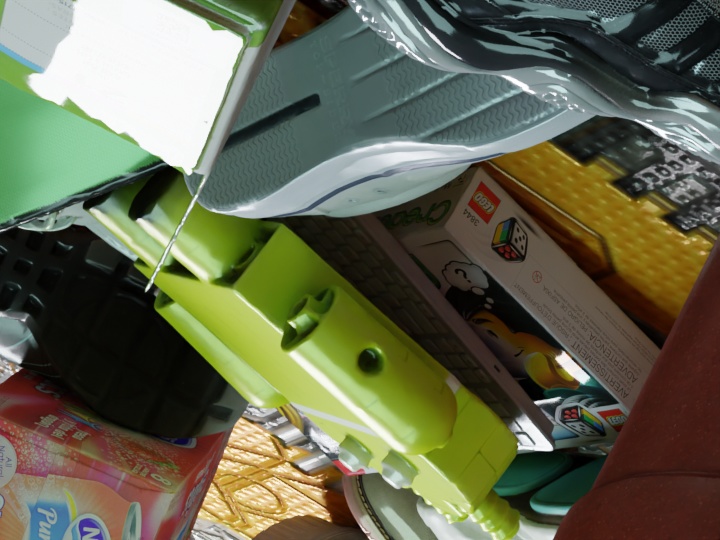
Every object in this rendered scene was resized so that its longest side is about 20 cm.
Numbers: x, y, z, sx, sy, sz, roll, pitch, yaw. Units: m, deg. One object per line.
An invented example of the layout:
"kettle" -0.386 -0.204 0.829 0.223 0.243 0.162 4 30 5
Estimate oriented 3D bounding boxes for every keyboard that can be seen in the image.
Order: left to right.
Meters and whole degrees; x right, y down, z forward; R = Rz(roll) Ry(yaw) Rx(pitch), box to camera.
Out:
"keyboard" 0.000 0.000 1.087 0.056 0.011 0.200 -9 129 50

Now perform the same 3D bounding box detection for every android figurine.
"android figurine" -0.017 0.032 1.085 0.200 0.041 0.182 44 168 -20

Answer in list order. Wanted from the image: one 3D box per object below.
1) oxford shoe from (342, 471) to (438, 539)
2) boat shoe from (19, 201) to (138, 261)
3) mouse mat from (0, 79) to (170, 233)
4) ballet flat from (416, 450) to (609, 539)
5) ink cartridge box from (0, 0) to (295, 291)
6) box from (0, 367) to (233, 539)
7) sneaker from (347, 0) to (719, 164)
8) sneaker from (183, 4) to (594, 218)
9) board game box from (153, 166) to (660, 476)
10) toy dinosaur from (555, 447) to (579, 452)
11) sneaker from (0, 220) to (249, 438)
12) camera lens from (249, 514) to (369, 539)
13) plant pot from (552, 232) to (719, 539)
"oxford shoe" 0.084 0.125 1.290 0.199 0.071 0.074 31 133 -20
"boat shoe" -0.130 -0.049 1.119 0.073 0.067 0.200 0 146 42
"mouse mat" -0.166 -0.097 1.016 0.160 0.008 0.201 -19 115 32
"ballet flat" 0.089 0.103 1.137 0.069 0.070 0.200 34 164 -20
"ink cartridge box" -0.050 -0.100 0.853 0.075 0.148 0.200 26 155 -2
"box" -0.126 0.106 1.274 0.094 0.103 0.200 23 -173 2
"sneaker" 0.097 -0.096 0.817 0.199 0.076 0.114 14 143 -5
"sneaker" 0.028 -0.066 0.961 0.199 0.074 0.071 -15 173 41
"board game box" 0.020 0.025 1.155 0.126 0.035 0.200 44 149 -23
"toy dinosaur" 0.132 0.083 1.153 0.106 0.061 0.200 34 153 -17
"sneaker" -0.136 0.008 1.257 0.199 0.076 0.079 30 174 -7
"camera lens" 0.021 0.226 1.378 0.199 0.160 0.160 29 159 28
"plant pot" 0.166 0.071 0.938 0.200 0.196 0.201 20 154 10
